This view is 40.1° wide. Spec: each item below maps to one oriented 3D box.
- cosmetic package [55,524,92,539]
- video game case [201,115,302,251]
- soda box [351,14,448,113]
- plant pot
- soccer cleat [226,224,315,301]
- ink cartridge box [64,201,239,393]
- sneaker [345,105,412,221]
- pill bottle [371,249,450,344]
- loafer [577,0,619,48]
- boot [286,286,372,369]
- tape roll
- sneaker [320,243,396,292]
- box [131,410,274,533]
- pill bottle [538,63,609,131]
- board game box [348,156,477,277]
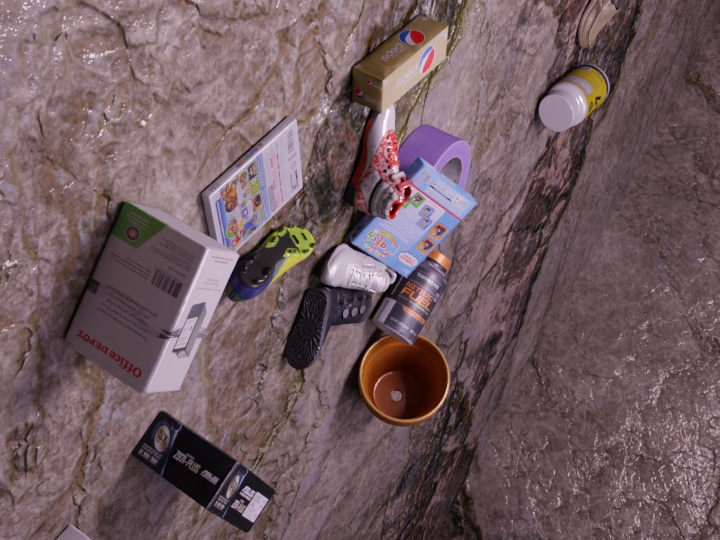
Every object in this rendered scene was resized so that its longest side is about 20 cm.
[{"bbox_3d":[-0.454,0.490,1.447,0.200,0.081,0.113,-48,151,-27],"label":"cosmetic package"},{"bbox_3d":[-0.158,-0.121,1.484,0.200,0.018,0.144,-48,153,-32],"label":"video game case"},{"bbox_3d":[0.067,-0.347,1.648,0.200,0.064,0.068,-46,152,-35],"label":"soda box"},{"bbox_3d":[0.090,0.260,2.208,0.201,0.199,0.184,-53,170,-19],"label":"plant pot"},{"bbox_3d":[-0.147,-0.013,1.592,0.084,0.065,0.200,-43,178,41],"label":"soccer cleat"},{"bbox_3d":[-0.268,0.035,1.265,0.202,0.145,0.084,-65,158,6],"label":"ink cartridge box"},{"bbox_3d":[0.052,-0.189,1.729,0.067,0.107,0.203,-14,128,-59],"label":"sneaker"},{"bbox_3d":[0.116,0.049,2.117,0.201,0.106,0.106,-59,156,-9],"label":"pill bottle"},{"bbox_3d":[0.591,-0.636,2.409,0.076,0.067,0.202,-17,130,-58],"label":"loafer"},{"bbox_3d":[-0.053,0.098,1.886,0.200,0.065,0.166,-15,131,-65],"label":"boot"},{"bbox_3d":[0.131,-0.176,1.935,0.200,0.084,0.201,-46,151,-35],"label":"tape roll"},{"bbox_3d":[0.000,0.000,1.836,0.199,0.099,0.076,-9,126,-60],"label":"sneaker"},{"bbox_3d":[-0.248,0.328,1.594,0.087,0.163,0.200,-55,155,-14],"label":"box"},{"bbox_3d":[0.528,-0.426,2.446,0.200,0.114,0.115,-39,148,-41],"label":"pill bottle"},{"bbox_3d":[0.097,-0.096,1.837,0.151,0.037,0.200,31,110,-33],"label":"board game box"}]
